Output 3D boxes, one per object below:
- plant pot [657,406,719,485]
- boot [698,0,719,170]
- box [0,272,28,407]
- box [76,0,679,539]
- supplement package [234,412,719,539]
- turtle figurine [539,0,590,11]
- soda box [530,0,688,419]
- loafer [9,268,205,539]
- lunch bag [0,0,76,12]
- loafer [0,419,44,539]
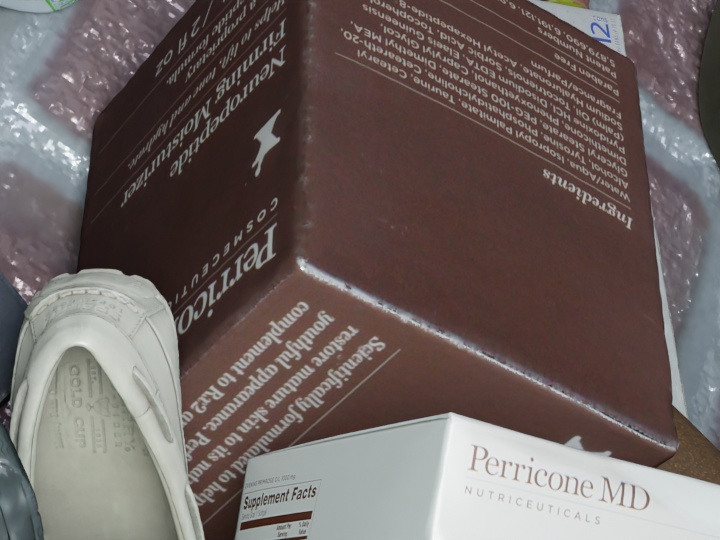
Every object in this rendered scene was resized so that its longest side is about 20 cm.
[{"bbox_3d":[0.120,0.158,0.867,0.186,0.187,0.201,-9,66,-37],"label":"plant pot"},{"bbox_3d":[0.224,-0.061,1.101,0.075,0.073,0.201,13,67,-51],"label":"boot"},{"bbox_3d":[-0.241,0.022,0.689,0.200,0.124,0.197,51,52,-7],"label":"box"},{"bbox_3d":[0.000,0.000,0.814,0.164,0.166,0.201,26,41,-26],"label":"box"},{"bbox_3d":[0.060,0.167,0.664,0.190,0.147,0.201,15,74,-23],"label":"supplement package"},{"bbox_3d":[0.088,-0.191,1.050,0.199,0.064,0.162,21,60,-27],"label":"turtle figurine"},{"bbox_3d":[0.088,-0.019,0.978,0.068,0.063,0.201,5,68,-33],"label":"soda box"},{"bbox_3d":[-0.082,0.101,0.694,0.070,0.070,0.201,-5,107,4],"label":"loafer"},{"bbox_3d":[-0.161,-0.209,0.878,0.160,0.075,0.201,5,69,-36],"label":"lunch bag"},{"bbox_3d":[-0.137,0.112,0.659,0.072,0.201,0.073,-23,50,-22],"label":"loafer"}]
